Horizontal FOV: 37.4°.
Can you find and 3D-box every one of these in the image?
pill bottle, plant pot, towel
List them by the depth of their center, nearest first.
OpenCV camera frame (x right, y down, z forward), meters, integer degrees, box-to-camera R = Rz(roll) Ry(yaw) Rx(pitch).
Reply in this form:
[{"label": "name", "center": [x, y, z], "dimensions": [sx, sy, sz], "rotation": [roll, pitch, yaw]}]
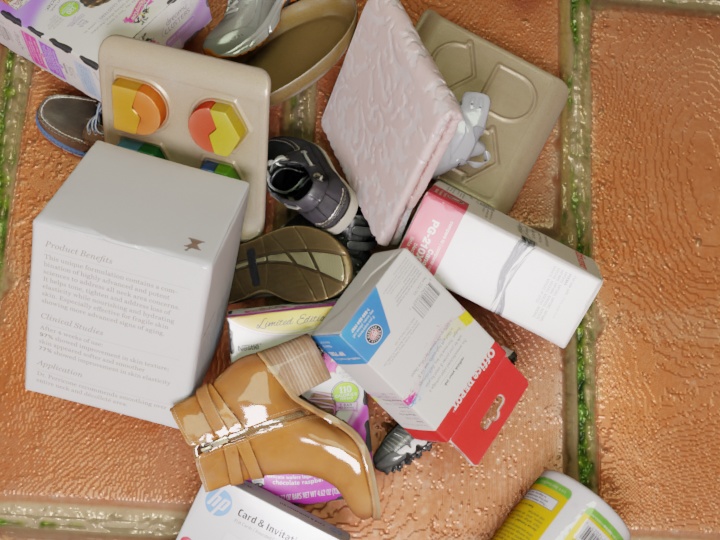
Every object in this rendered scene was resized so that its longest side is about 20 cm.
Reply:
[{"label": "pill bottle", "center": [0.171, 0.310, 1.067], "dimensions": [0.111, 0.111, 0.200], "rotation": [40, 75, 7]}, {"label": "towel", "center": [0.028, -0.158, 1.094], "dimensions": [0.032, 0.192, 0.201], "rotation": [-3, 50, -28]}, {"label": "plant pot", "center": [-0.085, -0.239, 1.188], "dimensions": [0.200, 0.200, 0.028], "rotation": [-46, 124, -14]}]

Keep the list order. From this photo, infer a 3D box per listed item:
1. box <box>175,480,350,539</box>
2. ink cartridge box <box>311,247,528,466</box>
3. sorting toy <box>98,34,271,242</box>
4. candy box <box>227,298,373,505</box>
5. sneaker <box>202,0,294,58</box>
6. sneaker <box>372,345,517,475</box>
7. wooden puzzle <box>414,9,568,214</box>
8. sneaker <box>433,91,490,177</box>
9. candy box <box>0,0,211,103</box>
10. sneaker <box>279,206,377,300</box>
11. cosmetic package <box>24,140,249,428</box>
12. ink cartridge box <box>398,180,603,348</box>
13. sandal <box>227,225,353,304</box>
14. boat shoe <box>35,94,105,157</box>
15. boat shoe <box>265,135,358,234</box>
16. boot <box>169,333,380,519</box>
[{"label": "box", "center": [-0.121, 0.318, 1.047], "dimensions": [0.155, 0.041, 0.201], "rotation": [26, 92, 3]}, {"label": "ink cartridge box", "center": [0.063, 0.088, 1.056], "dimensions": [0.200, 0.067, 0.116], "rotation": [46, 66, -18]}, {"label": "sorting toy", "center": [-0.186, -0.130, 1.105], "dimensions": [0.184, 0.201, 0.037], "rotation": [15, 37, 9]}, {"label": "candy box", "center": [-0.061, 0.135, 1.092], "dimensions": [0.135, 0.061, 0.202], "rotation": [-7, 95, -6]}, {"label": "sneaker", "center": [-0.125, -0.326, 1.223], "dimensions": [0.200, 0.075, 0.092], "rotation": [-53, 126, -24]}, {"label": "sneaker", "center": [0.072, 0.129, 1.136], "dimensions": [0.200, 0.067, 0.090], "rotation": [-42, 77, -20]}, {"label": "wooden puzzle", "center": [0.120, -0.182, 1.241], "dimensions": [0.199, 0.046, 0.186], "rotation": [30, 74, -1]}, {"label": "sneaker", "center": [0.074, -0.196, 1.177], "dimensions": [0.114, 0.075, 0.201], "rotation": [-11, 83, -13]}, {"label": "candy box", "center": [-0.295, -0.292, 1.183], "dimensions": [0.199, 0.072, 0.168], "rotation": [31, 64, 21]}, {"label": "sneaker", "center": [0.000, 0.000, 1.142], "dimensions": [0.200, 0.071, 0.099], "rotation": [50, 119, 12]}, {"label": "cosmetic package", "center": [-0.218, 0.014, 1.046], "dimensions": [0.166, 0.201, 0.167], "rotation": [15, 33, 0]}, {"label": "ink cartridge box", "center": [0.147, -0.011, 1.130], "dimensions": [0.199, 0.145, 0.085], "rotation": [27, 103, 3]}, {"label": "sandal", "center": [-0.086, -0.003, 1.128], "dimensions": [0.199, 0.054, 0.081], "rotation": [-9, 88, 37]}, {"label": "boat shoe", "center": [-0.268, -0.161, 1.185], "dimensions": [0.199, 0.072, 0.073], "rotation": [15, 74, 0]}, {"label": "boat shoe", "center": [-0.071, -0.106, 1.136], "dimensions": [0.063, 0.200, 0.073], "rotation": [31, 99, -38]}, {"label": "boot", "center": [-0.079, 0.177, 1.020], "dimensions": [0.154, 0.074, 0.201], "rotation": [-27, 91, -12]}]
